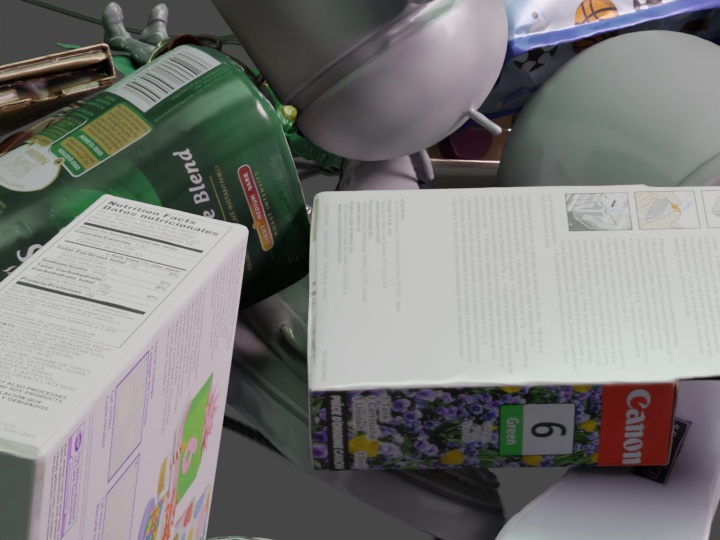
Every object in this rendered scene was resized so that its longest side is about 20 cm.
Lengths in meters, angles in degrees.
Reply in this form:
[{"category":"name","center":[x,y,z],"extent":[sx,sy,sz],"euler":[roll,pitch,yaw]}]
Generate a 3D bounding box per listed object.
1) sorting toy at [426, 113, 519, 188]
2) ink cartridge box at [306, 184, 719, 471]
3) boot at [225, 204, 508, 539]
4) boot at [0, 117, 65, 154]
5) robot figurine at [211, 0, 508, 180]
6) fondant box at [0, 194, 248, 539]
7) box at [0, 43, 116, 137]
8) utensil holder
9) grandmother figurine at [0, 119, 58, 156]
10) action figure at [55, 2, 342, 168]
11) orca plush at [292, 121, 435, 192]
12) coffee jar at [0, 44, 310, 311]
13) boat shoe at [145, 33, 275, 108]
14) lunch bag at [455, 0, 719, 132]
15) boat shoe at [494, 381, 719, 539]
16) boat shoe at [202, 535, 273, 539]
[{"category":"sorting toy","center":[0.071,-0.124,1.189],"extent":[0.199,0.181,0.107],"euler":[1,-3,-26]},{"category":"ink cartridge box","center":[0.080,0.020,0.807],"extent":[0.199,0.051,0.109],"euler":[-1,44,1]},{"category":"boot","center":[0.002,0.033,0.873],"extent":[0.073,0.096,0.200],"euler":[22,7,-46]},{"category":"boot","center":[-0.188,-0.032,1.020],"extent":[0.075,0.074,0.200],"euler":[7,21,21]},{"category":"robot figurine","center":[-0.008,-0.134,0.981],"extent":[0.113,0.200,0.170],"euler":[-35,1,-17]},{"category":"fondant box","center":[-0.096,0.076,0.670],"extent":[0.058,0.145,0.200],"euler":[13,21,10]},{"category":"box","center":[-0.220,-0.059,0.959],"extent":[0.163,0.021,0.200],"euler":[-18,3,-29]},{"category":"utensil holder","center":[0.165,-0.011,0.993],"extent":[0.169,0.171,0.200],"euler":[3,19,-18]},{"category":"grandmother figurine","center":[-0.202,-0.001,0.869],"extent":[0.199,0.122,0.061],"euler":[-25,35,-24]},{"category":"action figure","center":[-0.077,-0.111,1.295],"extent":[0.200,0.055,0.118],"euler":[31,26,34]},{"category":"orca plush","center":[0.000,0.000,1.015],"extent":[0.105,0.071,0.200],"euler":[-8,46,-18]},{"category":"coffee jar","center":[-0.121,-0.001,0.829],"extent":[0.200,0.105,0.085],"euler":[-31,36,-21]},{"category":"boat shoe","center":[-0.077,-0.080,1.002],"extent":[0.071,0.063,0.200],"euler":[-12,20,-1]},{"category":"lunch bag","center":[0.117,-0.183,1.125],"extent":[0.199,0.171,0.124],"euler":[-18,-12,-21]},{"category":"boat shoe","center":[0.100,0.103,0.805],"extent":[0.073,0.066,0.200],"euler":[26,46,19]},{"category":"boat shoe","center":[0.034,0.128,0.683],"extent":[0.198,0.068,0.074],"euler":[15,38,14]}]
